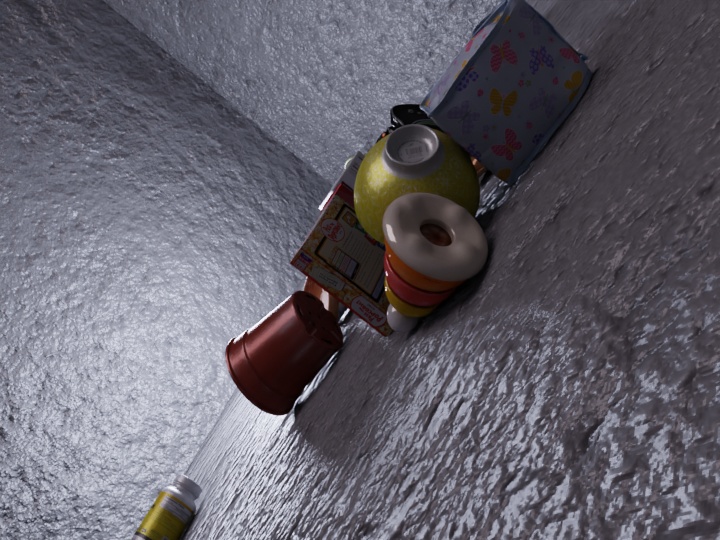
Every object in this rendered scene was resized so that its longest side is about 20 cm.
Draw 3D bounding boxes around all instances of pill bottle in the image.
[{"bbox_3d":[-0.513,0.661,1.743,0.202,0.111,0.112,-59,9,-33],"label":"pill bottle"}]

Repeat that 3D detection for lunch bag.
[{"bbox_3d":[0.209,-0.258,0.925,0.202,0.168,0.128,-52,15,17],"label":"lunch bag"}]

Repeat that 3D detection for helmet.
[{"bbox_3d":[0.116,-0.220,1.255,0.187,0.204,0.200,-11,-26,-42],"label":"helmet"}]

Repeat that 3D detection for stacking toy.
[{"bbox_3d":[0.074,0.012,0.881,0.148,0.143,0.203,-62,-4,-47],"label":"stacking toy"}]

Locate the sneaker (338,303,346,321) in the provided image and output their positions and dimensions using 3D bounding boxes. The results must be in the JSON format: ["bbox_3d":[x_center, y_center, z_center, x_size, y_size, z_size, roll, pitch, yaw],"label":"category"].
[{"bbox_3d":[-0.034,0.060,1.543,0.203,0.071,0.073,-64,31,27],"label":"sneaker"}]

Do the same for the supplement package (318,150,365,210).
[{"bbox_3d":[0.025,-0.140,1.453,0.112,0.198,0.156,-54,7,-16],"label":"supplement package"}]

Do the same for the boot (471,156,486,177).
[{"bbox_3d":[0.195,-0.268,1.109,0.203,0.153,0.074,-56,9,-12],"label":"boot"}]

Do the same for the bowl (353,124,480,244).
[{"bbox_3d":[0.079,-0.143,0.942,0.203,0.195,0.109,-58,-24,-27],"label":"bowl"}]

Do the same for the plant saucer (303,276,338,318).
[{"bbox_3d":[-0.095,0.090,1.539,0.199,0.036,0.207,-175,90,-67],"label":"plant saucer"}]

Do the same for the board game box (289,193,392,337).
[{"bbox_3d":[-0.001,-0.012,1.073,0.046,0.198,0.153,-44,11,45],"label":"board game box"}]

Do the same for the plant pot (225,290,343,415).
[{"bbox_3d":[-0.149,0.162,1.368,0.195,0.201,0.202,-42,11,20],"label":"plant pot"}]

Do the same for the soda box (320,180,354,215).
[{"bbox_3d":[0.022,-0.074,1.188,0.071,0.198,0.064,-51,8,9],"label":"soda box"}]

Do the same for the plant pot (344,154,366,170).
[{"bbox_3d":[0.018,-0.182,1.822,0.200,0.196,0.198,-38,30,65],"label":"plant pot"}]
